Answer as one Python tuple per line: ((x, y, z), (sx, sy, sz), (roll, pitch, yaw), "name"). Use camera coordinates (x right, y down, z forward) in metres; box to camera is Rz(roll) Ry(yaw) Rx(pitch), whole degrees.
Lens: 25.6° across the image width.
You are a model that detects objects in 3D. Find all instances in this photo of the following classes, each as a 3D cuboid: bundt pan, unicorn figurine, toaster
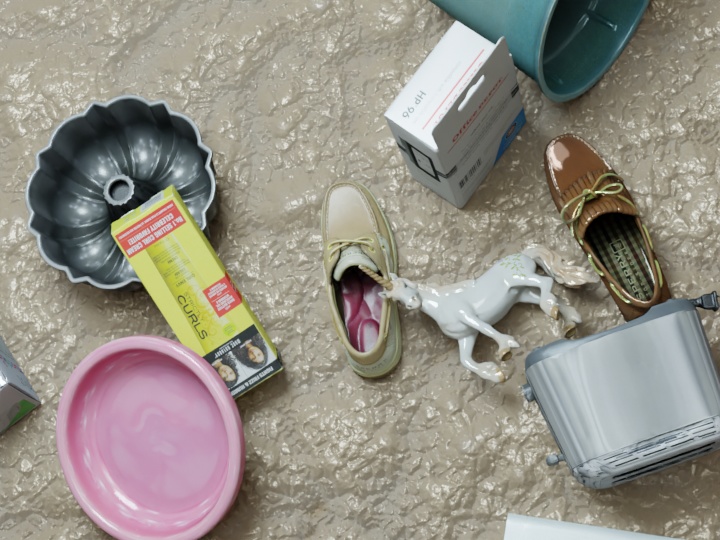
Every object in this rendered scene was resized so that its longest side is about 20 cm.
((-0.231, -0.068, 1.594), (0.199, 0.076, 0.205), (-3, 72, 10), "bundt pan")
((0.113, 0.033, 1.489), (0.198, 0.074, 0.138), (-21, 50, -27), "unicorn figurine")
((0.251, 0.112, 1.427), (0.198, 0.114, 0.131), (-19, 74, 2), "toaster")

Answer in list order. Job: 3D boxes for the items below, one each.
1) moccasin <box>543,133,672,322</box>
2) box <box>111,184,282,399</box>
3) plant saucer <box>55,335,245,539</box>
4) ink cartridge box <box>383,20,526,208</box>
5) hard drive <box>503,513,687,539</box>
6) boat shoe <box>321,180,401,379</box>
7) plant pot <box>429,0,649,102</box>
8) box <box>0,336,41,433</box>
((0.228, -0.044, 1.493), (0.073, 0.078, 0.203), (-20, 67, 5), "moccasin")
((-0.155, 0.024, 1.510), (0.075, 0.050, 0.201), (-30, 105, 0), "box")
((-0.192, 0.159, 1.500), (0.198, 0.051, 0.204), (4, 99, 23), "plant saucer")
((0.089, -0.151, 1.489), (0.068, 0.200, 0.116), (35, 82, 19), "ink cartridge box")
((0.220, 0.299, 1.420), (0.197, 0.026, 0.134), (6, 75, 14), "hard drive")
((0.000, 0.000, 1.532), (0.073, 0.066, 0.202), (-15, 71, 6), "boat shoe")
((0.157, -0.298, 1.535), (0.195, 0.200, 0.201), (33, 82, 26), "plant pot")
((-0.451, 0.114, 1.572), (0.199, 0.097, 0.177), (-38, 71, -2), "box")
